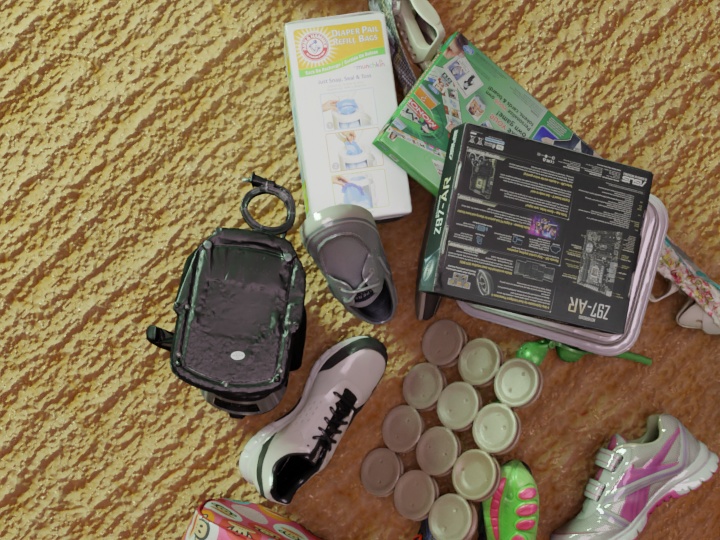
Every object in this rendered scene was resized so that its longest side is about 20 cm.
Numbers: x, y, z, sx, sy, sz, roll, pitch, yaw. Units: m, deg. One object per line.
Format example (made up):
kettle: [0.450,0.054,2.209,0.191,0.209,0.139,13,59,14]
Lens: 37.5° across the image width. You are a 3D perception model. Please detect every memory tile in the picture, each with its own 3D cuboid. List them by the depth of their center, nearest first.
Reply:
memory tile: [0.091,0.162,1.077,0.153,0.017,0.201,25,87,40]

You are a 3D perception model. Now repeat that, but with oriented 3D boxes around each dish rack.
dish rack: [0.201,-0.017,1.087,0.198,0.044,0.173,16,89,19]

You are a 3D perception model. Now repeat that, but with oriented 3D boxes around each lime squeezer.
lime squeezer: [0.209,0.101,1.117,0.198,0.038,0.071,-20,89,-4]

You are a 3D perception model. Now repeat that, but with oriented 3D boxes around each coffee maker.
coffee maker: [-0.101,0.039,1.022,0.134,0.200,0.193,31,78,3]

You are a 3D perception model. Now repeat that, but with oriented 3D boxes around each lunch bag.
lunch bag: [-0.080,0.292,1.029,0.199,0.176,0.083,25,84,2]

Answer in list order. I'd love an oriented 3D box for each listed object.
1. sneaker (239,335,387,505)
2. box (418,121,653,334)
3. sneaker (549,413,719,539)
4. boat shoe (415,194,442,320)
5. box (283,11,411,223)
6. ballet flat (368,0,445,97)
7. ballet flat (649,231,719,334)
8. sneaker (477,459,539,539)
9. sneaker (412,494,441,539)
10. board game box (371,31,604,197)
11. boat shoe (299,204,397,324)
sneaker: [-0.036,0.156,1.076,0.074,0.080,0.200,39,90,-28]
box: [0.168,-0.037,1.004,0.198,0.044,0.162,12,87,-13]
sneaker: [0.269,0.220,1.100,0.199,0.081,0.089,-35,89,-11]
boat shoe: [0.095,-0.043,1.088,0.056,0.067,0.202,7,102,-3]
box: [-0.016,-0.146,1.076,0.100,0.112,0.202,-8,90,-5]
ballet flat: [0.070,-0.215,1.098,0.072,0.072,0.202,-24,89,-3]
ballet flat: [0.337,0.018,1.113,0.200,0.076,0.064,43,97,9]
sneaker: [0.150,0.288,1.091,0.076,0.084,0.202,15,106,12]
sneaker: [0.049,0.326,1.088,0.078,0.075,0.202,15,86,1]
board game box: [0.128,-0.115,1.032,0.200,0.029,0.135,39,82,-11]
boat shoe: [-0.001,0.001,1.027,0.070,0.201,0.072,-24,66,6]
